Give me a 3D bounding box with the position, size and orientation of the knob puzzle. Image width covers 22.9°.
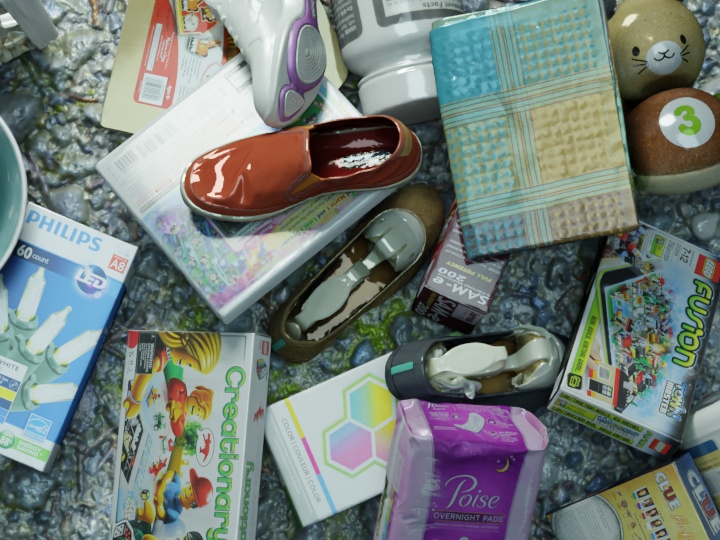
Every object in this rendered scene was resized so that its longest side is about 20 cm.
[{"bbox_3d":[-0.109,-0.187,1.544,0.218,0.030,0.222,1,81,-4],"label":"knob puzzle"}]

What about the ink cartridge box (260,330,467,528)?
[{"bbox_3d":[0.021,0.130,1.494,0.199,0.059,0.104,-23,83,-7],"label":"ink cartridge box"}]

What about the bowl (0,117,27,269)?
[{"bbox_3d":[-0.370,-0.055,1.471,0.199,0.105,0.203,1,83,-4],"label":"bowl"}]

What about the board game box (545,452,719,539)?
[{"bbox_3d":[0.253,0.267,1.464,0.135,0.035,0.201,-28,84,34],"label":"board game box"}]

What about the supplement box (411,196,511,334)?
[{"bbox_3d":[0.110,-0.055,1.496,0.061,0.109,0.201,22,77,1],"label":"supplement box"}]

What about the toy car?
[{"bbox_3d":[0.247,-0.171,1.476,0.163,0.158,0.201,-14,106,-3],"label":"toy car"}]

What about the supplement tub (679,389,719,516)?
[{"bbox_3d":[0.364,0.180,1.467,0.144,0.145,0.201,-28,85,-7],"label":"supplement tub"}]

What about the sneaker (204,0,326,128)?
[{"bbox_3d":[-0.081,-0.204,1.486,0.099,0.075,0.201,-10,62,21],"label":"sneaker"}]

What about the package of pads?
[{"bbox_3d":[0.075,0.209,1.439,0.120,0.076,0.201,5,110,-13],"label":"package of pads"}]

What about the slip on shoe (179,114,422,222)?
[{"bbox_3d":[-0.050,-0.088,1.430,0.198,0.061,0.075,-9,70,4],"label":"slip on shoe"}]

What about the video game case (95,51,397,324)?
[{"bbox_3d":[-0.090,-0.082,1.477,0.200,0.024,0.182,-39,70,-10],"label":"video game case"}]

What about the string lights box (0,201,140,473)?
[{"bbox_3d":[-0.268,0.057,1.485,0.102,0.059,0.201,22,81,-1],"label":"string lights box"}]

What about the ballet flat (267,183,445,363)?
[{"bbox_3d":[0.000,0.000,1.504,0.200,0.072,0.068,-41,88,-8],"label":"ballet flat"}]

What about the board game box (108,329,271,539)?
[{"bbox_3d":[-0.141,0.151,1.465,0.125,0.035,0.202,0,81,27],"label":"board game box"}]

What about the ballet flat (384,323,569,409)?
[{"bbox_3d":[0.116,0.079,1.468,0.199,0.073,0.074,-2,82,-27],"label":"ballet flat"}]

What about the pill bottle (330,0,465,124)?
[{"bbox_3d":[0.030,-0.232,1.518,0.112,0.113,0.202,-10,83,-5],"label":"pill bottle"}]

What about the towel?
[{"bbox_3d":[0.139,-0.118,1.431,0.146,0.022,0.202,-10,82,9],"label":"towel"}]

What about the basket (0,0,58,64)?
[{"bbox_3d":[-0.359,-0.262,1.478,0.123,0.136,0.201,-32,78,-5],"label":"basket"}]

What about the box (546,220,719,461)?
[{"bbox_3d":[0.234,0.052,1.487,0.109,0.035,0.201,23,53,-1],"label":"box"}]
